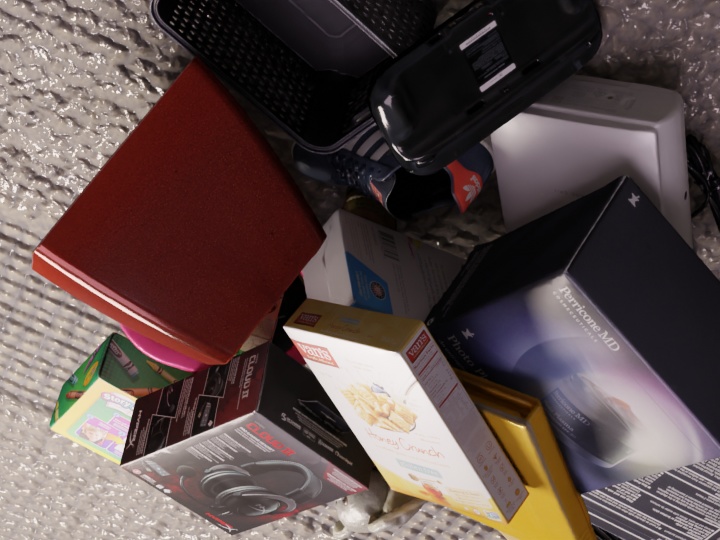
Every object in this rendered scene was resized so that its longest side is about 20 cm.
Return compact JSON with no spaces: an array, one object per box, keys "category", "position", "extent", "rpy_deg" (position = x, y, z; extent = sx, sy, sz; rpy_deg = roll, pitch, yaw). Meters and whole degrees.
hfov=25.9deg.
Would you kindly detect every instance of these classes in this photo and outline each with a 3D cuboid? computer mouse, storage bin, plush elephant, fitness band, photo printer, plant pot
[{"category":"computer mouse","position":[0.257,-0.030,1.376],"extent":[0.110,0.044,0.200],"rpy_deg":[48,136,-5]},{"category":"storage bin","position":[-0.050,-0.206,1.244],"extent":[0.199,0.094,0.135],"rpy_deg":[38,133,-25]},{"category":"plush elephant","position":[0.001,0.182,1.520],"extent":[0.199,0.156,0.165],"rpy_deg":[32,149,-11]},{"category":"fitness band","position":[-0.124,0.024,1.413],"extent":[0.197,0.146,0.037],"rpy_deg":[15,177,-1]},{"category":"photo printer","position":[0.194,-0.062,1.306],"extent":[0.165,0.070,0.202],"rpy_deg":[14,135,30]},{"category":"plant pot","position":[-0.142,-0.029,1.304],"extent":[0.176,0.201,0.200],"rpy_deg":[40,170,-8]}]

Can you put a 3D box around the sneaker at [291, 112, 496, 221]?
[{"category":"sneaker","position":[0.017,-0.084,1.348],"extent":[0.198,0.085,0.075],"rpy_deg":[1,140,32]}]

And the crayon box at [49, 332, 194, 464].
[{"category":"crayon box","position":[-0.190,0.152,1.537],"extent":[0.199,0.059,0.119],"rpy_deg":[30,137,-19]}]

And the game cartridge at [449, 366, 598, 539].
[{"category":"game cartridge","position":[0.105,0.156,1.317],"extent":[0.175,0.033,0.201],"rpy_deg":[19,149,39]}]

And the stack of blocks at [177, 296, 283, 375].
[{"category":"stack of blocks","position":[-0.147,0.071,1.524],"extent":[0.114,0.059,0.201],"rpy_deg":[17,139,-3]}]

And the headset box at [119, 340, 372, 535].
[{"category":"headset box","position":[-0.092,0.152,1.400],"extent":[0.199,0.078,0.148],"rpy_deg":[-23,133,36]}]

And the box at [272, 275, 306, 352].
[{"category":"box","position":[-0.118,0.008,1.529],"extent":[0.158,0.050,0.201],"rpy_deg":[-6,134,24]}]

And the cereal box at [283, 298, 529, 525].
[{"category":"cereal box","position":[0.036,0.113,1.257],"extent":[0.143,0.040,0.201],"rpy_deg":[9,140,49]}]

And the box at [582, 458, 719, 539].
[{"category":"box","position":[0.289,0.159,1.516],"extent":[0.198,0.124,0.199],"rpy_deg":[27,135,-12]}]

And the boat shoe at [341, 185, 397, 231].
[{"category":"boat shoe","position":[0.000,0.000,1.470],"extent":[0.071,0.068,0.201],"rpy_deg":[7,138,9]}]

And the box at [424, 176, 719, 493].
[{"category":"box","position":[0.188,0.060,1.264],"extent":[0.200,0.124,0.198],"rpy_deg":[46,144,-12]}]

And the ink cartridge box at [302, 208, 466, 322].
[{"category":"ink cartridge box","position":[0.051,0.036,1.378],"extent":[0.198,0.116,0.068],"rpy_deg":[21,128,-29]}]

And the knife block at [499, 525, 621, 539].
[{"category":"knife block","position":[0.196,0.278,1.717],"extent":[0.197,0.064,0.177],"rpy_deg":[13,138,2]}]

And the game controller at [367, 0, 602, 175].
[{"category":"game controller","position":[0.099,-0.160,1.218],"extent":[0.199,0.042,0.105],"rpy_deg":[-36,121,-5]}]
